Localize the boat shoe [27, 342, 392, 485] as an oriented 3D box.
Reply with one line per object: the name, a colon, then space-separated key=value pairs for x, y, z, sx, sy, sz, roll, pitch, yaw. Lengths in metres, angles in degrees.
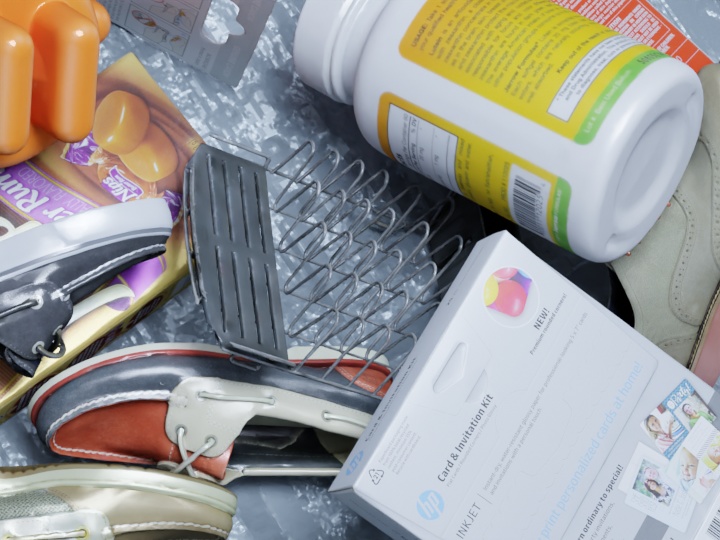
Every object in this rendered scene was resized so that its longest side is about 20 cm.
boat shoe: x=-0.070 y=0.080 z=1.149 sx=0.200 sy=0.071 sz=0.063 roll=-1 pitch=53 yaw=-20

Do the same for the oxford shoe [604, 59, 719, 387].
oxford shoe: x=0.170 y=-0.020 z=1.196 sx=0.074 sy=0.071 sz=0.200 roll=2 pitch=113 yaw=-11

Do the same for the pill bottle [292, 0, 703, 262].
pill bottle: x=0.067 y=-0.094 z=1.157 sx=0.200 sy=0.111 sz=0.111 roll=29 pitch=65 yaw=25

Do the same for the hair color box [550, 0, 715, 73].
hair color box: x=0.091 y=-0.142 z=1.247 sx=0.200 sy=0.111 sz=0.064 roll=44 pitch=66 yaw=4

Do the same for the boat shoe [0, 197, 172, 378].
boat shoe: x=-0.179 y=0.024 z=1.090 sx=0.200 sy=0.070 sz=0.066 roll=-21 pitch=86 yaw=-19

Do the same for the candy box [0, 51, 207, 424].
candy box: x=-0.164 y=-0.011 z=1.170 sx=0.200 sy=0.056 sz=0.117 roll=-38 pitch=85 yaw=-21

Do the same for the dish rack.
dish rack: x=0.000 y=0.000 z=1.156 sx=0.200 sy=0.055 sz=0.153 roll=19 pitch=44 yaw=-32

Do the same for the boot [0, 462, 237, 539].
boot: x=-0.159 y=0.176 z=1.099 sx=0.200 sy=0.072 sz=0.155 roll=0 pitch=72 yaw=-11

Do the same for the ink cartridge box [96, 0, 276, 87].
ink cartridge box: x=-0.136 y=-0.186 z=1.179 sx=0.200 sy=0.163 sz=0.057 roll=23 pitch=72 yaw=-5

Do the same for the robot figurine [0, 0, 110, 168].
robot figurine: x=-0.214 y=-0.125 z=1.138 sx=0.144 sy=0.117 sz=0.200 roll=-47 pitch=46 yaw=-13

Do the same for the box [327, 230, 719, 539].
box: x=0.106 y=0.101 z=1.106 sx=0.200 sy=0.041 sz=0.156 roll=36 pitch=71 yaw=-13
